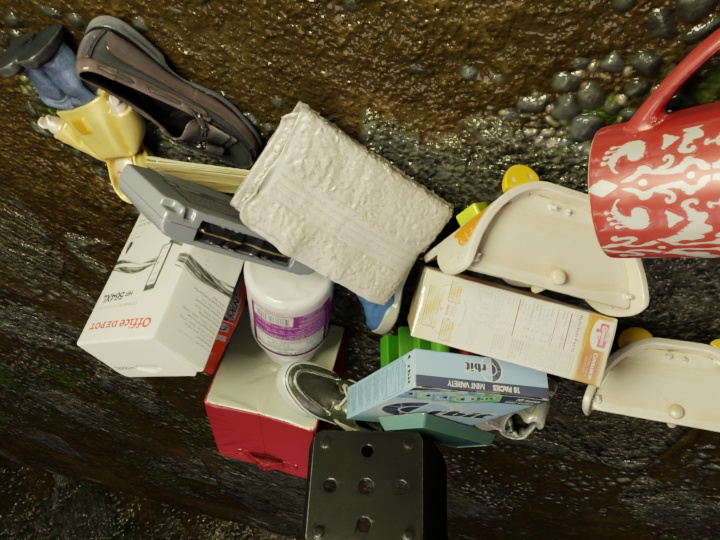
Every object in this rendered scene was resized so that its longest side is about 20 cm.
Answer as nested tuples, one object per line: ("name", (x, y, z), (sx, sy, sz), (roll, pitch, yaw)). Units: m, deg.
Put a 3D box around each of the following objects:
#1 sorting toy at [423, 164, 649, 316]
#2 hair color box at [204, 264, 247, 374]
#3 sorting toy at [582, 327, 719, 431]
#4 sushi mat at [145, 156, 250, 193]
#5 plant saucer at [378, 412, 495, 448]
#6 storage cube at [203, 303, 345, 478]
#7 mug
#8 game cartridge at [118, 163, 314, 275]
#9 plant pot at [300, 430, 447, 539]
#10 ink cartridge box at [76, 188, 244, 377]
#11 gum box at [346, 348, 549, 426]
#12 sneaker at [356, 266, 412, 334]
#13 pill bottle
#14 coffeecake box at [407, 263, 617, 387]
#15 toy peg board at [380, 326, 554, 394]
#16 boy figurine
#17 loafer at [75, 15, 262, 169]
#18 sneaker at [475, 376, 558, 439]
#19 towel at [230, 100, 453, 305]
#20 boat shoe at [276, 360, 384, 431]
("sorting toy", (0.154, -0.018, 0.687), (0.197, 0.109, 0.180), (13, 165, -19))
("hair color box", (-0.202, 0.056, 0.948), (0.063, 0.112, 0.200), (20, 149, -10))
("sorting toy", (0.383, 0.158, 0.847), (0.196, 0.109, 0.180), (7, 157, 19))
("sushi mat", (-0.124, -0.096, 0.734), (0.196, 0.012, 0.096), (9, 174, 13))
("plant saucer", (0.104, 0.211, 0.881), (0.069, 0.019, 0.199), (-13, 155, 33))
("storage cube", (-0.122, 0.188, 1.040), (0.168, 0.202, 0.181), (13, 143, 7))
("mug", (0.284, -0.091, 0.510), (0.197, 0.181, 0.132), (-4, 180, 37))
("game cartridge", (-0.148, -0.053, 0.713), (0.198, 0.041, 0.133), (18, -162, -46))
("plant pot", (0.014, 0.299, 0.847), (0.196, 0.203, 0.179), (0, 143, 6))
("ink cartridge box", (-0.228, 0.017, 0.810), (0.144, 0.203, 0.084), (-8, 142, 34))
("gum box", (0.095, 0.147, 0.807), (0.167, 0.045, 0.200), (9, 156, -19))
("sneaker", (0.000, -0.001, 0.790), (0.109, 0.078, 0.201), (10, 145, -3))
("pill bottle", (-0.091, 0.046, 0.878), (0.110, 0.114, 0.201), (14, 149, 3))
("coffeecake box", (0.156, 0.054, 0.746), (0.196, 0.074, 0.154), (15, -178, 2))
("toy peg board", (0.130, 0.133, 0.953), (0.196, 0.100, 0.200), (13, 154, -25))
("boy figurine", (-0.280, -0.152, 0.704), (0.122, 0.065, 0.201), (-3, 141, 24))
("loafer", (-0.183, -0.152, 0.652), (0.071, 0.064, 0.199), (-19, 137, 40))
("sneaker", (0.224, 0.220, 1.038), (0.074, 0.082, 0.200), (20, 150, -10))
("towel", (-0.017, -0.059, 0.665), (0.198, 0.035, 0.133), (30, 112, -20))
("boat shoe", (-0.018, 0.175, 0.902), (0.198, 0.072, 0.063), (32, 148, -23))
